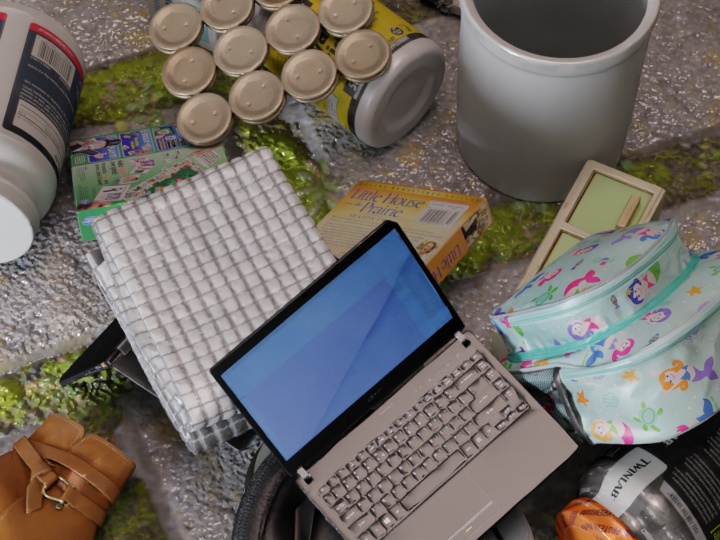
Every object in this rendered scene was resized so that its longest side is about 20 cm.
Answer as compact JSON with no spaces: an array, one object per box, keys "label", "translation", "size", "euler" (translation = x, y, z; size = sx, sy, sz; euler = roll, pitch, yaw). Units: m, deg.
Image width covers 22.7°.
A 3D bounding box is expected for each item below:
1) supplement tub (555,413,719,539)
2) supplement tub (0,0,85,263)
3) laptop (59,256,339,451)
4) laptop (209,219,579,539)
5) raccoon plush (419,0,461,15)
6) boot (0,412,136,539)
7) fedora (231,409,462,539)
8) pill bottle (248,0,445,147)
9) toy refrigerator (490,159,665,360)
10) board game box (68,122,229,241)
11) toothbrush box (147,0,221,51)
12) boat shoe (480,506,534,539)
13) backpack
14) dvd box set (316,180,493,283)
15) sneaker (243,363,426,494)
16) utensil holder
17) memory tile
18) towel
[{"label":"supplement tub","translation":[0.254,0.167,1.385],"size":[0.200,0.123,0.122],"euler":[-35,63,-22]},{"label":"supplement tub","translation":[-0.324,-0.122,1.562],"size":[0.139,0.141,0.201],"euler":[6,56,3]},{"label":"laptop","translation":[-0.119,0.052,1.467],"size":[0.116,0.200,0.187],"euler":[48,62,-11]},{"label":"laptop","translation":[0.027,0.101,1.292],"size":[0.177,0.103,0.200],"euler":[-40,68,-8]},{"label":"raccoon plush","translation":[0.049,-0.349,1.719],"size":[0.199,0.134,0.097],"euler":[27,59,17]},{"label":"boot","translation":[-0.225,0.206,1.388],"size":[0.200,0.074,0.155],"euler":[36,59,18]},{"label":"fedora","translation":[-0.002,0.211,1.363],"size":[0.199,0.092,0.202],"euler":[-4,68,9]},{"label":"pill bottle","translation":[-0.028,-0.210,1.641],"size":[0.200,0.112,0.111],"euler":[38,64,23]},{"label":"toy refrigerator","translation":[0.185,0.005,1.524],"size":[0.076,0.070,0.200],"euler":[24,59,15]},{"label":"board game box","translation":[-0.180,-0.082,1.540],"size":[0.134,0.029,0.200],"euler":[-9,22,-7]},{"label":"toothbrush box","translation":[-0.119,-0.332,1.700],"size":[0.085,0.147,0.200],"euler":[28,59,17]},{"label":"boat shoe","translation":[0.085,0.178,1.411],"size":[0.072,0.062,0.200],"euler":[-19,41,-4]},{"label":"backpack","translation":[0.209,0.050,1.347],"size":[0.177,0.151,0.200],"euler":[-36,19,-29]},{"label":"dvd box set","translation":[0.000,0.000,1.503],"size":[0.146,0.030,0.200],"euler":[10,45,39]},{"label":"sneaker","translation":[-0.022,0.117,1.443],"size":[0.074,0.079,0.200],"euler":[36,64,19]},{"label":"utensil holder","translation":[0.165,-0.182,1.570],"size":[0.169,0.200,0.171],"euler":[0,57,-1]},{"label":"memory tile","translation":[-0.081,-0.201,1.576],"size":[0.199,0.017,0.154],"euler":[-21,64,1]},{"label":"towel","translation":[-0.102,0.024,1.374],"size":[0.165,0.086,0.200],"euler":[-25,63,-14]}]
